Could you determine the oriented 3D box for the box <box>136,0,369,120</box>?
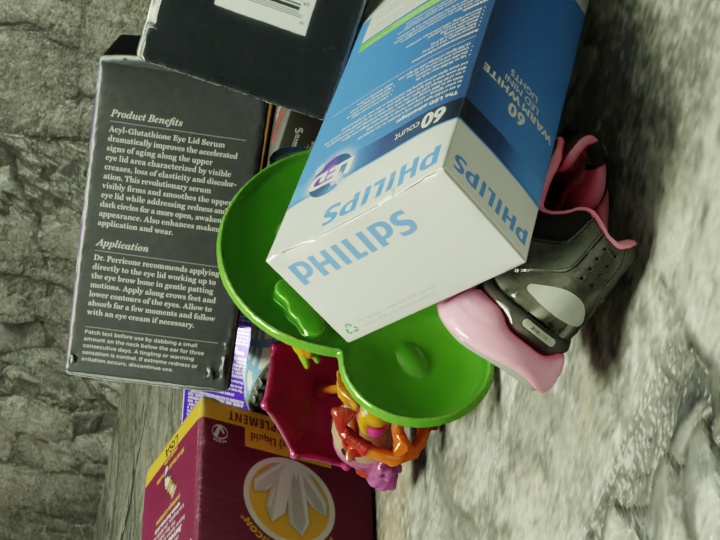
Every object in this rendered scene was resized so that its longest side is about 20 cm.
[{"bbox_3d":[-0.036,-0.189,0.865,0.200,0.107,0.149,-76,4,-71],"label":"box"}]

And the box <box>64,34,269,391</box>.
[{"bbox_3d":[-0.120,-0.042,1.004,0.148,0.104,0.201,-110,28,-77],"label":"box"}]

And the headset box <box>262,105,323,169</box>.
[{"bbox_3d":[-0.036,-0.132,1.265,0.149,0.077,0.201,112,164,-46],"label":"headset box"}]

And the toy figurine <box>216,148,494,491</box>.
[{"bbox_3d":[0.003,0.060,0.928,0.200,0.149,0.185,58,159,34],"label":"toy figurine"}]

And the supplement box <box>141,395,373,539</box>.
[{"bbox_3d":[-0.068,0.201,1.016,0.103,0.130,0.201,-51,31,41],"label":"supplement box"}]

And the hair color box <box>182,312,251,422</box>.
[{"bbox_3d":[-0.074,0.049,1.161,0.109,0.065,0.201,-14,-67,-61],"label":"hair color box"}]

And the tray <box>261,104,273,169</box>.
[{"bbox_3d":[-0.092,-0.131,1.260,0.099,0.037,0.201,-162,81,-77],"label":"tray"}]

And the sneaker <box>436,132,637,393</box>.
[{"bbox_3d":[0.079,-0.030,0.729,0.096,0.079,0.200,-52,24,20],"label":"sneaker"}]

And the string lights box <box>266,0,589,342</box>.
[{"bbox_3d":[0.036,-0.071,0.715,0.103,0.059,0.201,-25,31,36],"label":"string lights box"}]

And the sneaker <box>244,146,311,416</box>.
[{"bbox_3d":[-0.044,0.010,1.027,0.073,0.072,0.201,47,136,40],"label":"sneaker"}]
